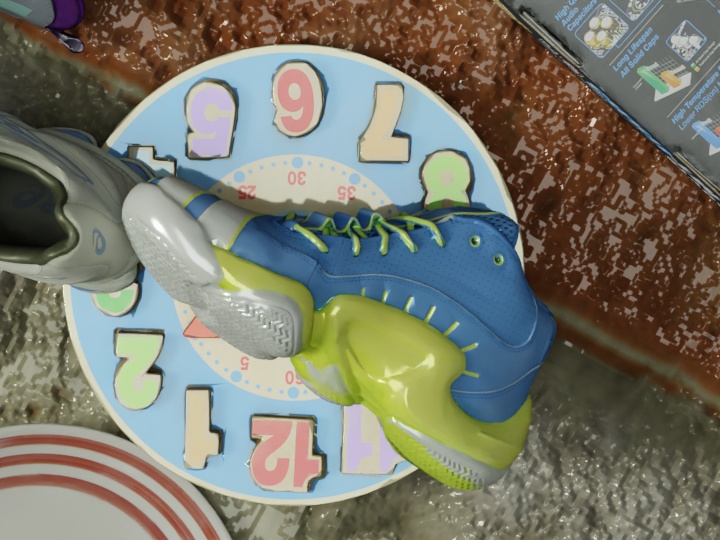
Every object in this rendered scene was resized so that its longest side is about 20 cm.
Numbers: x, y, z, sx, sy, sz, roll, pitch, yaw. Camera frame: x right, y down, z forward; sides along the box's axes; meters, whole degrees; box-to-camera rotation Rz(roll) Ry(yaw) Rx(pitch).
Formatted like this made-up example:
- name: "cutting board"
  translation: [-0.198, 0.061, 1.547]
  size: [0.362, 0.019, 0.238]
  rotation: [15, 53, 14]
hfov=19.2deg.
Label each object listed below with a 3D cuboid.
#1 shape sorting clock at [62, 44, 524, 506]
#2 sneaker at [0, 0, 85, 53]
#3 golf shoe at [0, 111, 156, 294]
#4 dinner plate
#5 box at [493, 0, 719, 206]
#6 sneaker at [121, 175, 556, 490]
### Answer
- name: "shape sorting clock"
  translation: [-0.028, 0.003, 0.918]
  size: [0.200, 0.039, 0.200]
  rotation: [0, 98, -3]
- name: "sneaker"
  translation: [-0.101, -0.190, 0.882]
  size: [0.087, 0.074, 0.200]
  rotation: [30, 105, -20]
- name: "golf shoe"
  translation: [-0.181, -0.047, 0.867]
  size: [0.200, 0.097, 0.078]
  rotation: [16, 96, 9]
- name: "dinner plate"
  translation: [-0.142, 0.165, 0.920]
  size: [0.200, 0.024, 0.201]
  rotation: [0, 91, -23]
- name: "box"
  translation: [0.174, -0.142, 0.902]
  size: [0.198, 0.050, 0.200]
  rotation: [40, 95, -6]
- name: "sneaker"
  translation: [0.000, 0.000, 0.870]
  size: [0.200, 0.076, 0.105]
  rotation: [38, 76, -24]
